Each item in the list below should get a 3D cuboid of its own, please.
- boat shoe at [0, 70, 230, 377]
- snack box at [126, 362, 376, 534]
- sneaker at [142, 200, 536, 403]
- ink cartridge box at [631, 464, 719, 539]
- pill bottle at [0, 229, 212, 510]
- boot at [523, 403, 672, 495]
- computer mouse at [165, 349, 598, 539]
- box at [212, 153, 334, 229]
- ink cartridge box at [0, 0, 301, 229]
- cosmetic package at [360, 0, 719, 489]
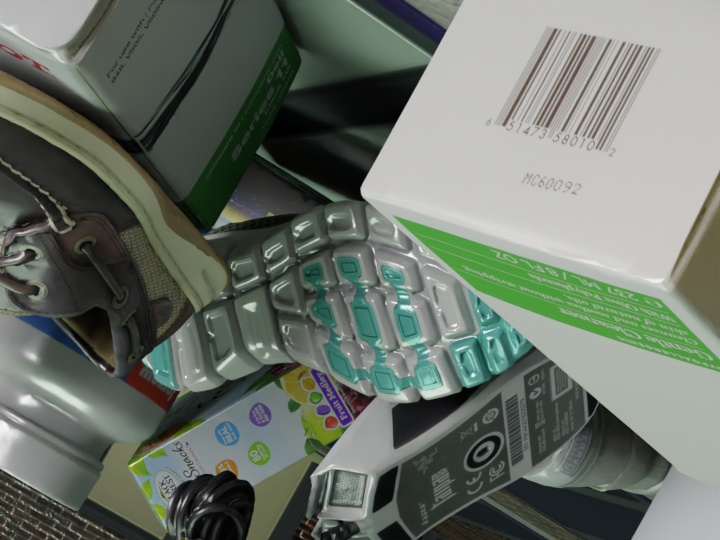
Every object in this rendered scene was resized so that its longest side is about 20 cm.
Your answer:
[{"bbox_3d":[-0.106,-0.014,0.680,0.072,0.065,0.200,26,170,24],"label":"boat shoe"},{"bbox_3d":[-0.055,0.081,1.197,0.053,0.142,0.200,58,-177,-4],"label":"snack box"},{"bbox_3d":[0.001,0.002,0.783,0.200,0.078,0.091,2,-164,42],"label":"sneaker"},{"bbox_3d":[0.222,0.151,0.837,0.200,0.146,0.145,37,169,-36],"label":"ink cartridge box"},{"bbox_3d":[-0.138,0.025,1.111,0.112,0.200,0.112,28,172,5],"label":"pill bottle"},{"bbox_3d":[0.084,0.065,1.053,0.095,0.074,0.200,18,-168,-34],"label":"boot"},{"bbox_3d":[0.009,0.076,0.789,0.044,0.200,0.110,45,157,37],"label":"computer mouse"},{"bbox_3d":[0.000,0.000,0.927,0.200,0.040,0.137,33,-179,23],"label":"box"},{"bbox_3d":[-0.112,-0.102,0.696,0.146,0.083,0.200,28,172,12],"label":"ink cartridge box"},{"bbox_3d":[0.106,0.001,0.572,0.107,0.085,0.200,18,164,43],"label":"cosmetic package"}]
